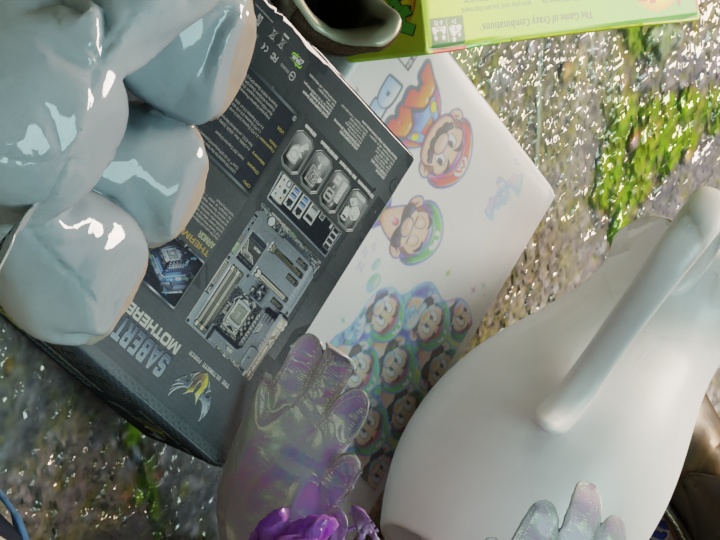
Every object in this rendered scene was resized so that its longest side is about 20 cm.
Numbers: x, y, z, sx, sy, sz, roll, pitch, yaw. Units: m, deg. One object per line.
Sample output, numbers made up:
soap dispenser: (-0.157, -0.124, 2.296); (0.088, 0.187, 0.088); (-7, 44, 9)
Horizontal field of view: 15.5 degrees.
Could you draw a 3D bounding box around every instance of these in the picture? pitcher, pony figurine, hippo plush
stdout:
pitcher: (0.101, 0.058, 1.207); (0.200, 0.121, 0.172); (-49, 164, -17)
pony figurine: (-0.012, 0.149, 1.029); (0.193, 0.166, 0.200); (-59, 173, 20)
hippo plush: (-0.144, -0.064, 0.886); (0.200, 0.160, 0.160); (-51, 158, -42)

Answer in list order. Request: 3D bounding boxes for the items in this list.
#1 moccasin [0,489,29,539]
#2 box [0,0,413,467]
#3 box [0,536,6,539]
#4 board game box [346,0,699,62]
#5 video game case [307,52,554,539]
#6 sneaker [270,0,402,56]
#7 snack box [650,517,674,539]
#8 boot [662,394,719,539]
moccasin: (-0.130, 0.152, 0.970); (0.068, 0.200, 0.081); (29, 109, -38)
box: (-0.082, -0.039, 1.036); (0.200, 0.051, 0.158); (44, 72, -42)
box: (-0.233, 0.098, 0.884); (0.128, 0.109, 0.200); (-60, 141, -9)
board game box: (0.070, -0.152, 1.168); (0.200, 0.048, 0.102); (-12, 98, -48)
video game case: (0.000, 0.000, 1.194); (0.200, 0.024, 0.182); (-59, 142, -13)
sneaker: (-0.035, -0.165, 1.032); (0.071, 0.075, 0.200); (-51, 140, -21)
snack box: (0.149, 0.162, 1.403); (0.200, 0.024, 0.072); (-47, 155, -45)
boot: (0.195, 0.103, 1.348); (0.075, 0.097, 0.201); (-32, 108, -50)
